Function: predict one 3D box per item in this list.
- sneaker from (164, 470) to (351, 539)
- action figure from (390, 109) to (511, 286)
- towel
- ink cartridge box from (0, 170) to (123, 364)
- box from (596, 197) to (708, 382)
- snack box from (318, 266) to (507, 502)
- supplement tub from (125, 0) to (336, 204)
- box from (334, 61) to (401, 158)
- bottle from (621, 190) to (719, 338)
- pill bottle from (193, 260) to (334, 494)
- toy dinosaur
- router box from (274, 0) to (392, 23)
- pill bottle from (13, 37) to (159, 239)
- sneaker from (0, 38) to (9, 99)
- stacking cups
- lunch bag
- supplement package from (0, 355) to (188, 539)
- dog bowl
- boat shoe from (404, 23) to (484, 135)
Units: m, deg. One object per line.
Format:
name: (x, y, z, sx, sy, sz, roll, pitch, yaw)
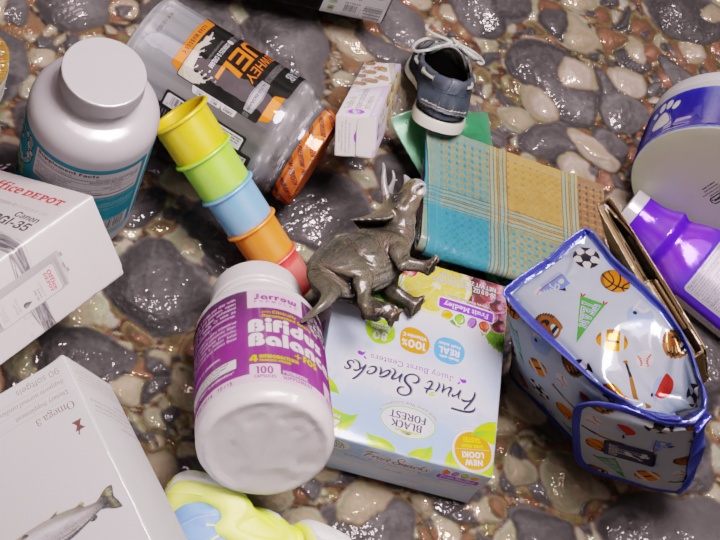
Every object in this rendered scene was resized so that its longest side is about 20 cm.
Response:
sneaker: (-0.080, 0.245, 1.169, 0.199, 0.076, 0.105, 23, 67, 3)
action figure: (0.108, -0.066, 1.426, 0.118, 0.055, 0.201, -8, 63, -26)
towel: (0.146, -0.051, 1.391, 0.199, 0.022, 0.147, 17, 56, -17)
ink cartridge box: (-0.316, 0.009, 1.166, 0.146, 0.083, 0.200, 15, 44, 41)
box: (0.276, 0.025, 1.360, 0.021, 0.200, 0.164, -31, 73, 7)
snack box: (0.040, 0.089, 1.300, 0.168, 0.068, 0.201, 15, 57, -11)
supplement tub: (-0.126, -0.153, 1.349, 0.200, 0.123, 0.123, 32, 55, -1)
box: (0.009, -0.157, 1.388, 0.039, 0.042, 0.200, 4, 22, 7)
bottle: (0.345, -0.001, 1.462, 0.200, 0.065, 0.084, 39, 79, 5)
pill bottle: (-0.083, 0.081, 1.205, 0.112, 0.113, 0.200, 10, 33, -14)
toy dinosaur: (0.000, 0.000, 1.263, 0.102, 0.077, 0.200, 35, 53, 22)
router box: (-0.066, -0.343, 1.482, 0.199, 0.051, 0.150, 9, 58, -15)
pill bottle: (-0.234, -0.111, 1.236, 0.110, 0.200, 0.111, 9, 57, -15)
sneaker: (-0.351, -0.117, 1.262, 0.075, 0.088, 0.200, 18, 48, -10)
stacking cups: (-0.110, -0.059, 1.296, 0.061, 0.060, 0.200, -49, 117, -35)
lunch bag: (0.221, 0.096, 1.270, 0.124, 0.170, 0.200, -37, 63, -12)
supplement package: (-0.214, 0.187, 1.096, 0.117, 0.117, 0.200, -30, 72, -1)
dog bowl: (0.377, -0.100, 1.456, 0.200, 0.200, 0.079, 30, 58, -1)
boat shoe: (0.082, -0.200, 1.447, 0.075, 0.062, 0.200, 19, 27, -3)
